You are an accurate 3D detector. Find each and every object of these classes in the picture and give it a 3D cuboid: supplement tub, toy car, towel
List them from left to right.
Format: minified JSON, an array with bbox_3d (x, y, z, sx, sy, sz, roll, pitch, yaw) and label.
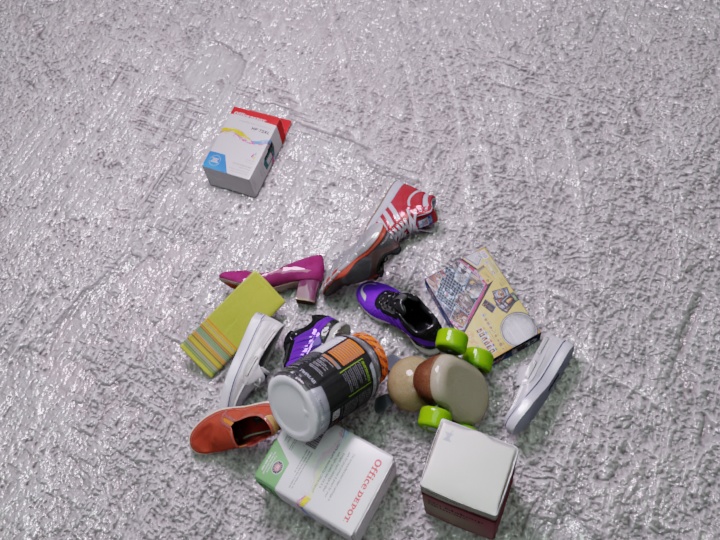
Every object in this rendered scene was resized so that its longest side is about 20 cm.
[{"bbox_3d":[-0.237,0.099,1.563,0.200,0.018,0.086,-45,101,-4],"label":"towel"},{"bbox_3d":[-0.049,0.186,1.402,0.122,0.124,0.198,39,41,23],"label":"supplement tub"},{"bbox_3d":[0.108,0.202,1.449,0.197,0.157,0.167,-5,60,43],"label":"toy car"}]

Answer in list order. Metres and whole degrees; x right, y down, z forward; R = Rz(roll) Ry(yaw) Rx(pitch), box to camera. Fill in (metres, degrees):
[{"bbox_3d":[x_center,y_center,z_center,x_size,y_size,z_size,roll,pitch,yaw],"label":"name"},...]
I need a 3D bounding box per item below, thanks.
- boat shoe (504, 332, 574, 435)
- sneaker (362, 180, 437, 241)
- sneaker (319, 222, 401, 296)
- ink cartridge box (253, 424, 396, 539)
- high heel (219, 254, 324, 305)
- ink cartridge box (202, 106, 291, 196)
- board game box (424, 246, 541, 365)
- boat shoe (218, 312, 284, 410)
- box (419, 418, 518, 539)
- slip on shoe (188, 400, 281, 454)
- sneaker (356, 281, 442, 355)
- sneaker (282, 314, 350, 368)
[{"bbox_3d":[0.296,0.194,1.457,0.065,0.074,0.200,29,59,25],"label":"boat shoe"},{"bbox_3d":[0.079,-0.079,1.622,0.110,0.072,0.202,19,64,20],"label":"sneaker"},{"bbox_3d":[0.000,0.000,1.555,0.081,0.200,0.078,37,39,-14],"label":"sneaker"},{"bbox_3d":[-0.055,0.341,1.413,0.197,0.084,0.146,25,68,20],"label":"ink cartridge box"},{"bbox_3d":[-0.169,0.002,1.615,0.195,0.068,0.098,12,73,-3],"label":"high heel"},{"bbox_3d":[-0.234,-0.266,1.764,0.114,0.068,0.203,16,65,15],"label":"ink cartridge box"},{"bbox_3d":[0.222,0.070,1.545,0.133,0.035,0.202,-26,62,-6],"label":"board game box"},{"bbox_3d":[-0.195,0.180,1.518,0.064,0.072,0.204,19,74,10],"label":"boat shoe"},{"bbox_3d":[0.170,0.332,1.321,0.125,0.201,0.111,18,67,16],"label":"box"},{"bbox_3d":[-0.218,0.276,1.450,0.196,0.061,0.075,-18,104,21],"label":"slip on shoe"},{"bbox_3d":[0.072,0.065,1.529,0.198,0.100,0.070,33,70,25],"label":"sneaker"},{"bbox_3d":[-0.108,0.163,1.521,0.098,0.070,0.201,26,67,30],"label":"sneaker"}]
